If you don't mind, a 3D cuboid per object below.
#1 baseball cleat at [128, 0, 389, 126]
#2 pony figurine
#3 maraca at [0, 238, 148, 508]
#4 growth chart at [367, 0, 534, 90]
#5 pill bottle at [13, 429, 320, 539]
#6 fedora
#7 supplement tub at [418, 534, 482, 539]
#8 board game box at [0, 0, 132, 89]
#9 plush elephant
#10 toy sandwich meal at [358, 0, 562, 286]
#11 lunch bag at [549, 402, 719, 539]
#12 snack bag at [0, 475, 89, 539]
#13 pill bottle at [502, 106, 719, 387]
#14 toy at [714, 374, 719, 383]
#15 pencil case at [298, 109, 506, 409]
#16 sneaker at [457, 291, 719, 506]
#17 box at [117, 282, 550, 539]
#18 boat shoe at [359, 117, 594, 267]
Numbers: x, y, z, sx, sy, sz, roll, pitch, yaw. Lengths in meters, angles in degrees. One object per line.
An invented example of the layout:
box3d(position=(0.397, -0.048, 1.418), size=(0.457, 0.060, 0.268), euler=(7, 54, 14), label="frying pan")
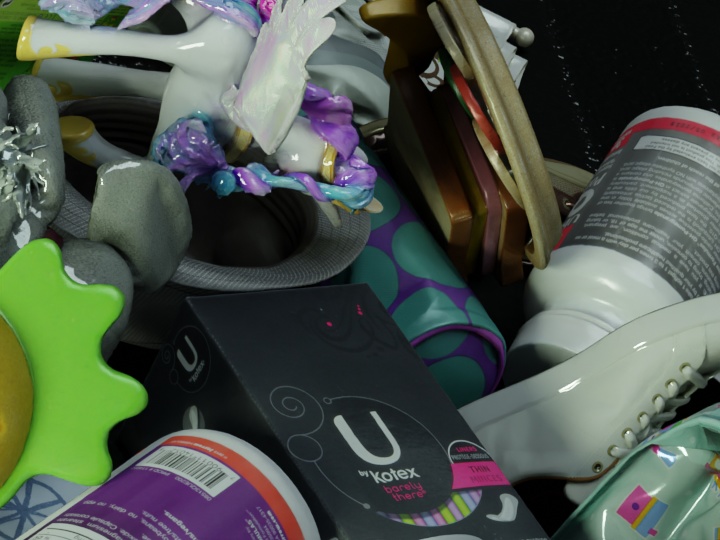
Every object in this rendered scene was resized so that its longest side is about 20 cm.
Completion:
box3d(position=(-0.064, -0.153, 1.721), size=(0.200, 0.070, 0.107), euler=(32, 43, -13), label="baseball cleat")
box3d(position=(-0.070, -0.112, 1.404), size=(0.200, 0.193, 0.167), euler=(16, 44, 1), label="pony figurine")
box3d(position=(-0.198, 0.058, 1.238), size=(0.200, 0.107, 0.137), euler=(-14, 89, -5), label="maraca")
box3d(position=(0.049, -0.142, 1.837), size=(0.144, 0.018, 0.200), euler=(23, 33, -6), label="growth chart")
box3d(position=(-0.112, 0.158, 1.233), size=(0.112, 0.113, 0.200), euler=(39, 40, 15), label="pill bottle")
box3d(position=(-0.103, -0.016, 1.495), size=(0.200, 0.090, 0.177), euler=(24, 32, 5), label="fedora")
box3d(position=(0.041, 0.231, 1.191), size=(0.145, 0.145, 0.200), euler=(-5, 60, -40), label="supplement tub")
box3d(position=(-0.212, -0.130, 1.456), size=(0.048, 0.102, 0.200), euler=(51, 24, 18), label="board game box")
box3d(position=(-0.176, -0.006, 1.354), size=(0.165, 0.200, 0.155), euler=(-47, 119, -24), label="plush elephant")
box3d(position=(0.051, -0.077, 1.547), size=(0.070, 0.205, 0.205), euler=(-22, 47, -2), label="toy sandwich meal")
box3d(position=(0.189, 0.132, 1.411), size=(0.170, 0.200, 0.122), euler=(-15, 53, -47), label="lunch bag")
box3d(position=(-0.218, 0.084, 1.345), size=(0.188, 0.021, 0.200), euler=(1, 41, -35), label="snack bag")
box3d(position=(0.162, 0.005, 1.610), size=(0.111, 0.111, 0.200), euler=(32, 53, 5), label="pill bottle")
box3d(position=(0.254, 0.044, 1.633), size=(0.115, 0.047, 0.200), euler=(3, 12, -19), label="toy")
box3d(position=(0.000, 0.000, 1.553), size=(0.085, 0.092, 0.200), euler=(45, 10, -51), label="pencil case")
box3d(position=(0.141, 0.083, 1.478), size=(0.073, 0.200, 0.085), euler=(31, 34, -63), label="sneaker")
box3d(position=(-0.014, 0.112, 1.377), size=(0.122, 0.106, 0.200), euler=(-5, 45, -39), label="box")
box3d(position=(0.078, -0.037, 1.675), size=(0.200, 0.072, 0.072), euler=(18, 33, -27), label="boat shoe")
